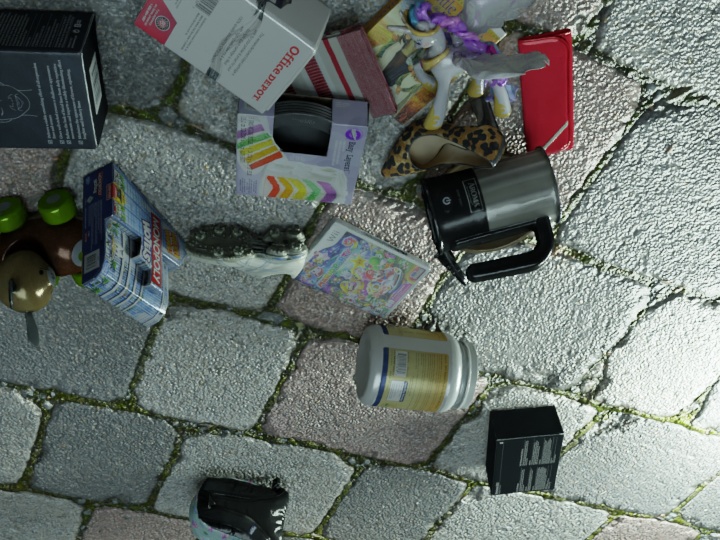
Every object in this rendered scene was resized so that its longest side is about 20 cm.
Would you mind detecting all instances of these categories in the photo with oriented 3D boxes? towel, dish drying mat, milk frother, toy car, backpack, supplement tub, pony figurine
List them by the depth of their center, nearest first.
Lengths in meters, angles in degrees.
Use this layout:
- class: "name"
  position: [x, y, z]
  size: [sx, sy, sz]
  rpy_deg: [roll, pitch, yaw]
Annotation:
- class: "pony figurine"
  position: [0.144, -0.277, 1.121]
  size: [0.191, 0.168, 0.200]
  rpy_deg: [-7, 150, 13]
- class: "towel"
  position: [-0.062, -0.258, 1.207]
  size: [0.198, 0.023, 0.145]
  rpy_deg: [-7, 135, 22]
- class: "dish drying mat"
  position: [0.274, -0.254, 1.270]
  size: [0.076, 0.018, 0.201]
  rpy_deg: [-10, 133, 5]
- class: "toy car"
  position: [-0.487, 0.008, 1.315]
  size: [0.156, 0.201, 0.165]
  rpy_deg: [-8, 133, 3]
- class: "milk frother"
  position: [0.198, -0.075, 1.327]
  size: [0.186, 0.200, 0.183]
  rpy_deg: [-14, 93, 1]
- class: "supplement tub"
  position: [0.099, 0.178, 1.563]
  size: [0.197, 0.145, 0.145]
  rpy_deg: [8, 132, -11]
- class: "backpack"
  position: [-0.263, 0.522, 1.843]
  size: [0.198, 0.168, 0.127]
  rpy_deg: [17, 134, -12]

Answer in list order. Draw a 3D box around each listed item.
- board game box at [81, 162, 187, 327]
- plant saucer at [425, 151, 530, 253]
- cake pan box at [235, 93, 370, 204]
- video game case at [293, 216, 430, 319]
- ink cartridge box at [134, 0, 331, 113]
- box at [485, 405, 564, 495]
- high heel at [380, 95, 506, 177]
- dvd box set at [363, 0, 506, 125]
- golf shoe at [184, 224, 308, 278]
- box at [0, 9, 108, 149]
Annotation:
- class: "board game box"
  position: [-0.337, -0.027, 1.332]
  size: [0.061, 0.202, 0.200]
  rpy_deg: [-23, 145, 17]
- class: "plant saucer"
  position: [0.201, -0.111, 1.387]
  size: [0.197, 0.030, 0.202]
  rpy_deg: [-3, 132, -3]
- class: "cake pan box"
  position: [-0.087, -0.176, 1.247]
  size: [0.182, 0.053, 0.201]
  rpy_deg: [4, 150, -8]
- class: "video game case"
  position: [0.000, 0.000, 1.477]
  size: [0.199, 0.018, 0.143]
  rpy_deg: [25, 126, -25]
- class: "ink cartridge box"
  position: [-0.158, -0.315, 1.085]
  size: [0.199, 0.085, 0.145]
  rpy_deg: [33, 140, -17]
- class: "box"
  position: [0.338, 0.378, 1.814]
  size: [0.139, 0.079, 0.201]
  rpy_deg: [-7, 133, -3]
- class: "high heel"
  position: [0.114, -0.161, 1.254]
  size: [0.199, 0.143, 0.071]
  rpy_deg: [-30, 129, 21]
- class: "dvd box set"
  position: [0.080, -0.309, 1.193]
  size: [0.199, 0.030, 0.146]
  rpy_deg: [-37, 125, 26]
- class: "golf shoe"
  position: [-0.185, -0.017, 1.408]
  size: [0.197, 0.079, 0.098]
  rpy_deg: [3, 136, -7]
- class: "box"
  position: [-0.448, -0.251, 1.146]
  size: [0.197, 0.108, 0.150]
  rpy_deg: [0, 133, -7]
